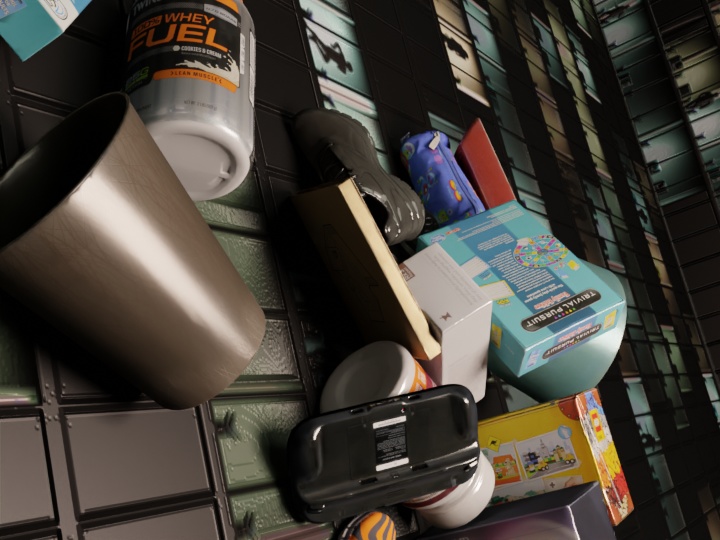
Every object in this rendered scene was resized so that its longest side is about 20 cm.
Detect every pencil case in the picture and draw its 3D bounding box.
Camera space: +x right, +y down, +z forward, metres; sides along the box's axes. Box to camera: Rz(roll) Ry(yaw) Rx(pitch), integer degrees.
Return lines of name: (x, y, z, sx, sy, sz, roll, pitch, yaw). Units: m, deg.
pencil case: (0.118, -0.109, 1.265, 0.077, 0.087, 0.202, -7, 52, -20)

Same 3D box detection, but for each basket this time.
basket: (-0.171, 0.000, 0.687, 0.201, 0.135, 0.182, 54, 33, -31)

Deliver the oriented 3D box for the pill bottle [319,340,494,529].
pill bottle: (0.055, 0.180, 0.973, 0.200, 0.113, 0.115, 51, 33, -30)

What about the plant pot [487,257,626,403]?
plant pot: (0.221, 0.057, 1.204, 0.160, 0.201, 0.202, 25, 46, -21)

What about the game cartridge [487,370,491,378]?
game cartridge: (0.125, 0.049, 1.269, 0.129, 0.038, 0.203, 27, 48, -56)

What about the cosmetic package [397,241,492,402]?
cosmetic package: (0.088, 0.074, 1.019, 0.102, 0.074, 0.201, 49, -21, 31)

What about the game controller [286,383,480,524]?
game controller: (0.026, 0.174, 0.876, 0.197, 0.042, 0.106, -10, 98, -21)

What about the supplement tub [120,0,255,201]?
supplement tub: (-0.156, -0.176, 0.834, 0.122, 0.121, 0.202, 33, 44, -47)

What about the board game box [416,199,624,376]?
board game box: (0.180, 0.014, 1.065, 0.150, 0.047, 0.200, -21, 50, -25)

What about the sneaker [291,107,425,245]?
sneaker: (-0.011, -0.109, 1.052, 0.200, 0.076, 0.091, 45, 32, 8)

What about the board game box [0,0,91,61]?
board game box: (-0.292, -0.281, 0.710, 0.201, 0.047, 0.152, 54, 18, -27)

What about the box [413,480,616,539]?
box: (0.184, 0.358, 0.992, 0.123, 0.198, 0.201, 0, 70, -59)

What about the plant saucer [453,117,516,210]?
plant saucer: (0.176, -0.092, 1.338, 0.200, 0.036, 0.202, 111, -42, -73)

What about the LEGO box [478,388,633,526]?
LEGO box: (0.204, 0.243, 1.102, 0.077, 0.198, 0.151, 0, 72, -59)

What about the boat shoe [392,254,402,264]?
boat shoe: (0.049, 0.031, 1.113, 0.200, 0.063, 0.071, 40, 39, -42)

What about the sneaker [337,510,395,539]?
sneaker: (0.024, 0.297, 0.842, 0.078, 0.111, 0.201, 57, 30, -20)

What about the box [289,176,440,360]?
box: (0.000, 0.000, 0.976, 0.021, 0.163, 0.202, -32, 101, -19)

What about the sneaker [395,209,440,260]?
sneaker: (0.080, -0.006, 1.186, 0.071, 0.083, 0.201, -11, 52, -35)
